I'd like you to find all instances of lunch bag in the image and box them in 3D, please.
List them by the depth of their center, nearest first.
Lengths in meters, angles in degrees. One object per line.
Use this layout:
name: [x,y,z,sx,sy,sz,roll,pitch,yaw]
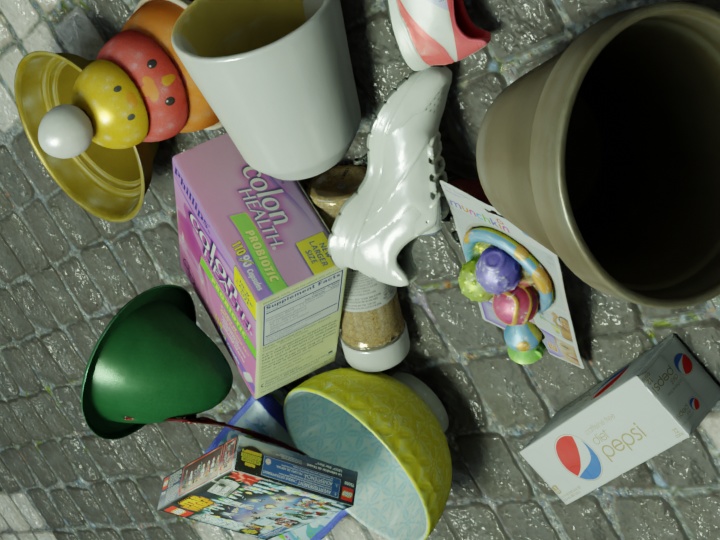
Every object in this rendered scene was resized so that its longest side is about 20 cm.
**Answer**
lunch bag: [-0.082,0.226,1.594,0.170,0.127,0.200,46,155,6]

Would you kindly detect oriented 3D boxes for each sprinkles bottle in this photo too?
sprinkles bottle: [0.000,0.000,1.348,0.068,0.068,0.202,17,133,38]

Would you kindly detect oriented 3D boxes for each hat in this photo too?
hat: [-0.147,0.122,1.383,0.175,0.199,0.168,25,112,25]

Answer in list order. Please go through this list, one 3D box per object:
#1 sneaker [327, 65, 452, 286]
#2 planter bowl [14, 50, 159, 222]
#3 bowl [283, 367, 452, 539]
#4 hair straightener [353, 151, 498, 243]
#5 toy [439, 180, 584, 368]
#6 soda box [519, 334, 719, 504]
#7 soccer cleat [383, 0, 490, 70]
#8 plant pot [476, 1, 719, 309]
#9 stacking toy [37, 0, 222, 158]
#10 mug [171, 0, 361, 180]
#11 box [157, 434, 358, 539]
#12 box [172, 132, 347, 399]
sneaker: [0.044,-0.080,1.192,0.086,0.074,0.202,28,114,20]
planter bowl: [-0.272,-0.159,1.495,0.199,0.083,0.202,29,140,29]
bowl: [0.027,0.168,1.426,0.199,0.108,0.201,36,150,24]
hair straightener: [0.077,-0.052,1.235,0.198,0.041,0.078,26,139,22]
toy: [0.122,0.019,1.194,0.114,0.047,0.201,27,158,33]
soda box: [0.224,0.135,1.224,0.068,0.064,0.200,48,146,3]
soccer cleat: [0.044,-0.256,1.083,0.072,0.068,0.202,-8,114,24]
plant pot: [0.175,-0.082,0.999,0.202,0.199,0.173,62,160,-17]
stacking toy: [-0.224,-0.161,1.336,0.145,0.200,0.147,29,140,27]
mug: [-0.068,-0.176,1.236,0.147,0.188,0.154,-12,128,13]
box: [-0.109,0.227,1.439,0.136,0.040,0.200,21,151,-22]
box: [-0.100,-0.006,1.357,0.177,0.096,0.201,58,160,24]
